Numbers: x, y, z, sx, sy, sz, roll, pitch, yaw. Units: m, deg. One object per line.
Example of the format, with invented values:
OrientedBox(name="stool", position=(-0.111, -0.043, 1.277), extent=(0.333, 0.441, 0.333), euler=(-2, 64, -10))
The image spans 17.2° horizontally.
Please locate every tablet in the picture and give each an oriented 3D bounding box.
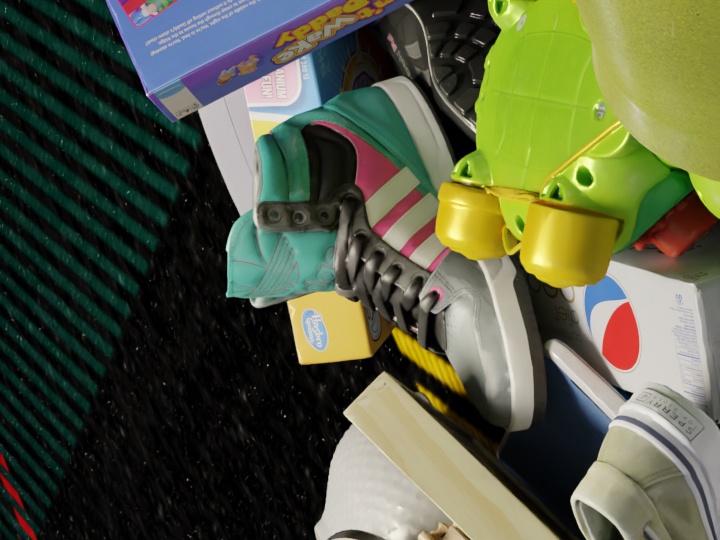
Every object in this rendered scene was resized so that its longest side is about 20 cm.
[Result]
OrientedBox(name="tablet", position=(0.121, 0.106, 1.120), extent=(0.130, 0.014, 0.200), euler=(46, 165, 12))

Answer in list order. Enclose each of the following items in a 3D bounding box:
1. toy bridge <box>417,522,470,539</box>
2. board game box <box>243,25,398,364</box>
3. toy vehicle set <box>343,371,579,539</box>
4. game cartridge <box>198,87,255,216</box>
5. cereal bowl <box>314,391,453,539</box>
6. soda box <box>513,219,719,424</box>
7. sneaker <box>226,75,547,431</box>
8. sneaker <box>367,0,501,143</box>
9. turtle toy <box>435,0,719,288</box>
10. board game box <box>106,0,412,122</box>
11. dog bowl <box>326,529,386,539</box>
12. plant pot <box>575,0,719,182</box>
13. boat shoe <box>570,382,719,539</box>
OrientedBox(name="toy bridge", position=(0.067, 0.151, 1.154), extent=(0.067, 0.027, 0.200), euler=(45, -177, 30))
OrientedBox(name="board game box", position=(-0.011, -0.071, 1.236), extent=(0.153, 0.040, 0.201), euler=(-50, -49, -66))
OrientedBox(name="toy vehicle set", position=(0.066, 0.113, 1.107), extent=(0.124, 0.027, 0.200), euler=(44, -179, 18))
OrientedBox(name="game cartridge", position=(-0.047, -0.097, 1.258), extent=(0.133, 0.041, 0.200), euler=(-70, -31, -46))
OrientedBox(name="cereal bowl", position=(0.029, 0.173, 1.319), extent=(0.200, 0.083, 0.201), euler=(160, 90, -84))
OrientedBox(name="soda box", position=(0.124, 0.010, 1.064), extent=(0.200, 0.068, 0.064), euler=(21, 125, 61))
OrientedBox(name="sneaker", position=(0.000, 0.000, 1.089), extent=(0.084, 0.120, 0.200), euler=(94, 156, -51))
OrientedBox(name="sneaker", position=(0.057, -0.102, 1.158), extent=(0.200, 0.076, 0.088), euler=(57, 168, 40))
OrientedBox(name="turtle toy", position=(0.116, -0.062, 0.984), extent=(0.200, 0.101, 0.146), euler=(21, 100, 61))
OrientedBox(name="board game box", position=(-0.032, -0.177, 1.120), extent=(0.135, 0.199, 0.045), euler=(65, -175, 16))
OrientedBox(name="dog bowl", position=(0.015, 0.234, 1.195), extent=(0.200, 0.074, 0.201), euler=(43, 151, 31))
OrientedBox(name="plant pot", position=(0.142, -0.135, 0.794), extent=(0.201, 0.200, 0.193), euler=(56, 165, 33))
OrientedBox(name="boat shoe", position=(0.124, 0.121, 1.004), extent=(0.072, 0.062, 0.200), euler=(37, 161, 35))
